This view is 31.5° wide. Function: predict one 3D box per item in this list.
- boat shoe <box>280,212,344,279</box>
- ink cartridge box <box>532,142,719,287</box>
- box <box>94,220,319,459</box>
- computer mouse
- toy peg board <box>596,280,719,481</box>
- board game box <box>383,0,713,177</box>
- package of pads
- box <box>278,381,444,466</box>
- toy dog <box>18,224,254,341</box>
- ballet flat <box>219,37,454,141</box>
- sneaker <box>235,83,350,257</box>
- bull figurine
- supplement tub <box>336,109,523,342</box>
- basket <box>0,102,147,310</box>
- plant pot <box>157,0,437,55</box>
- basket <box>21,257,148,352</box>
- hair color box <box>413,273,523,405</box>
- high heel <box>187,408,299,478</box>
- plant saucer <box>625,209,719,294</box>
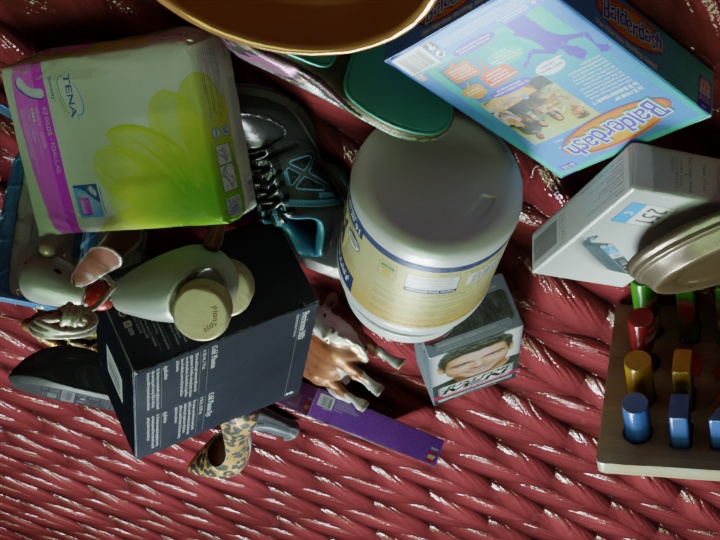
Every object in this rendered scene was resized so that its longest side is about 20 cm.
[{"bbox_3d":[0.000,0.000,1.264,0.199,0.075,0.093,16,145,-11],"label":"boat shoe"},{"bbox_3d":[0.263,-0.037,1.082,0.175,0.045,0.200,7,159,-14],"label":"ink cartridge box"},{"bbox_3d":[-0.150,0.067,1.216,0.181,0.104,0.200,-20,155,-20],"label":"box"},{"bbox_3d":[-0.266,0.117,1.343,0.199,0.053,0.138,15,163,-16],"label":"computer mouse"},{"bbox_3d":[0.327,0.086,1.200,0.199,0.200,0.098,0,136,19],"label":"toy peg board"},{"bbox_3d":[0.141,-0.152,0.952,0.199,0.045,0.152,29,147,-32],"label":"board game box"},{"bbox_3d":[-0.189,-0.114,1.048,0.199,0.068,0.156,-2,106,25],"label":"package of pads"},{"bbox_3d":[-0.009,0.188,1.621,0.199,0.039,0.137,25,173,-27],"label":"box"},{"bbox_3d":[-0.182,-0.006,1.068,0.199,0.097,0.132,2,-164,-16],"label":"toy dog"},{"bbox_3d":[-0.021,-0.158,0.992,0.199,0.070,0.071,24,169,-17],"label":"ballet flat"},{"bbox_3d":[-0.069,-0.087,1.116,0.073,0.082,0.200,-5,148,32],"label":"sneaker"},{"bbox_3d":[-0.021,0.095,1.454,0.121,0.065,0.200,38,162,2],"label":"bull figurine"},{"bbox_3d":[0.054,-0.031,1.109,0.143,0.145,0.200,11,153,-1],"label":"supplement tub"},{"bbox_3d":[-0.293,-0.045,1.179,0.138,0.178,0.200,-4,161,34],"label":"basket"},{"bbox_3d":[-0.038,-0.241,0.742,0.199,0.141,0.200,9,153,5],"label":"plant pot"},{"bbox_3d":[-0.236,0.086,1.387,0.143,0.149,0.200,47,-178,43],"label":"basket"},{"bbox_3d":[0.109,0.076,1.319,0.098,0.061,0.200,-20,160,-2],"label":"hair color box"},{"bbox_3d":[-0.202,0.229,1.780,0.199,0.072,0.142,-28,143,28],"label":"high heel"},{"bbox_3d":[0.318,-0.024,1.054,0.199,0.030,0.200,-16,165,-4],"label":"plant saucer"}]
